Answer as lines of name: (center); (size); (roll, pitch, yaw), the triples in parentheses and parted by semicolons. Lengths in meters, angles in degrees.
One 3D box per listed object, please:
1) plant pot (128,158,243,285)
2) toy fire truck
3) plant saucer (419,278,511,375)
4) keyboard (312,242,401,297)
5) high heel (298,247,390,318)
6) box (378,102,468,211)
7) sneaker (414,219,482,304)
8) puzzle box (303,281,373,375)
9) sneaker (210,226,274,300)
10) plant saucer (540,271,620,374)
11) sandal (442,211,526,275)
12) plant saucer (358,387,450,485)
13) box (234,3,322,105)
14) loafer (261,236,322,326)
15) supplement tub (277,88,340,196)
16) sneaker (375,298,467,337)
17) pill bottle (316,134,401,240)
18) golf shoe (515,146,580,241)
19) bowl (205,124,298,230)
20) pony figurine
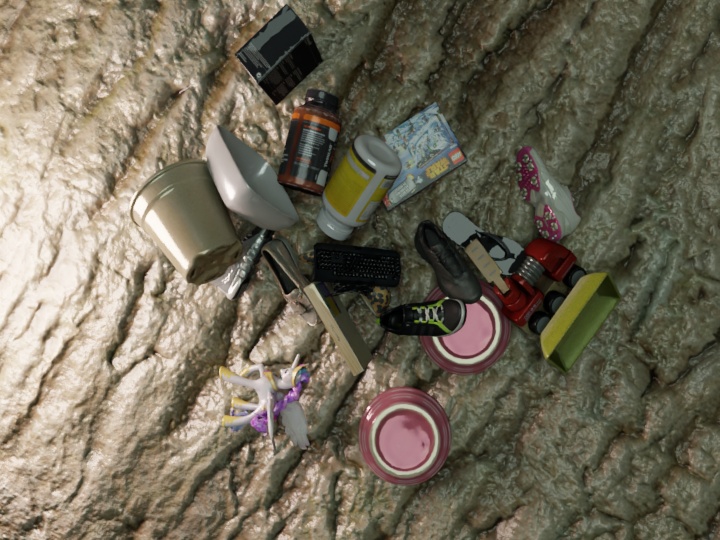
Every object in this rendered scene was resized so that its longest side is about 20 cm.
plant pot: (-0.331, -0.083, 1.456); (0.199, 0.200, 0.185); (-37, 73, 4)
toy fire truck: (0.320, -0.001, 1.449); (0.199, 0.128, 0.177); (40, 88, -30)
plant saucer: (0.217, 0.116, 1.517); (0.194, 0.051, 0.207); (0, 90, 4)
keyboard: (0.000, 0.000, 1.468); (0.195, 0.039, 0.107); (4, 78, -24)
high heel: (-0.033, 0.025, 1.519); (0.194, 0.071, 0.147); (1, 85, -5)
box: (0.107, -0.235, 1.522); (0.197, 0.040, 0.139); (-31, 88, 4)
sneaker: (0.172, -0.017, 1.473); (0.075, 0.091, 0.201); (-37, 70, -7)
puzzle box: (-0.042, 0.110, 1.494); (0.025, 0.133, 0.203); (-30, 88, 11)
sneaker: (-0.263, -0.050, 1.537); (0.114, 0.075, 0.203); (30, 94, 5)
plant saucer: (0.429, 0.099, 1.448); (0.048, 0.199, 0.202); (36, 93, 30)
sandal: (0.257, -0.051, 1.514); (0.196, 0.043, 0.078); (28, 93, 3)
plant saucer: (0.092, 0.349, 1.523); (0.194, 0.051, 0.207); (0, 90, 4)
box: (-0.158, -0.424, 1.456); (0.140, 0.200, 0.079); (-40, 88, 3)
loafer: (-0.146, 0.031, 1.522); (0.071, 0.063, 0.203); (-28, 91, 38)
supplement tub: (-0.101, -0.264, 1.502); (0.104, 0.107, 0.206); (15, 92, 3)
sneaker: (0.119, 0.100, 1.466); (0.196, 0.082, 0.074); (-14, 75, 35)
pill bottle: (-0.009, -0.162, 1.470); (0.111, 0.112, 0.201); (38, 121, 3)
golf shoe: (0.384, -0.162, 1.499); (0.090, 0.075, 0.205); (-18, 84, -25)
bowl: (-0.224, -0.169, 1.454); (0.074, 0.199, 0.202); (-39, 59, 12)
pony figurine: (-0.190, 0.278, 1.513); (0.195, 0.166, 0.199); (-7, 83, 19)
